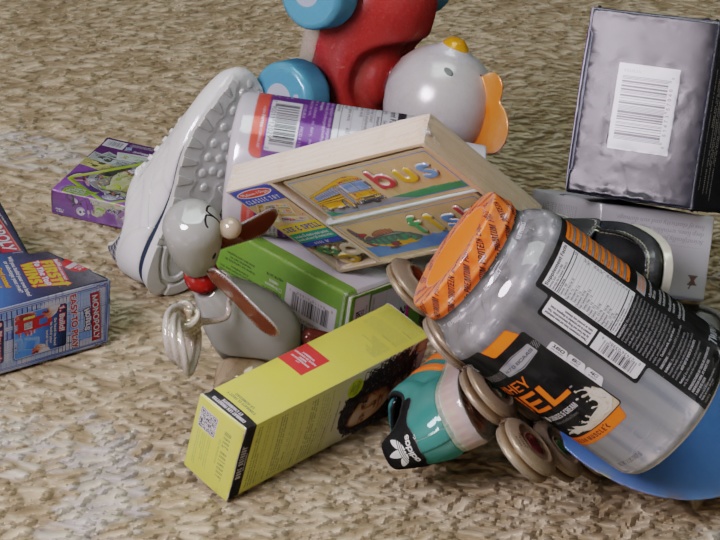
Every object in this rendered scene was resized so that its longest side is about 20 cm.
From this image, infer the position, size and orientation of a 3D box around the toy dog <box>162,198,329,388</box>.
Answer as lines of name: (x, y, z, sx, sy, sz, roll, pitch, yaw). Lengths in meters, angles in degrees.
toy dog: (-0.076, 0.023, 1.493, 0.096, 0.133, 0.200, -7, -16, 10)

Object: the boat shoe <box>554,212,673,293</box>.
boat shoe: (0.161, -0.005, 1.518, 0.067, 0.072, 0.200, 3, 7, -29)

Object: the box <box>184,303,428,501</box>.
box: (-0.037, 0.094, 1.490, 0.050, 0.075, 0.200, 38, 42, 28)

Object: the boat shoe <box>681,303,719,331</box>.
boat shoe: (0.190, 0.061, 1.607, 0.199, 0.068, 0.072, 9, 64, -1)

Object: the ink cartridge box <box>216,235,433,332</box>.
ink cartridge box: (0.000, 0.000, 1.671, 0.148, 0.076, 0.200, 28, 31, 35)

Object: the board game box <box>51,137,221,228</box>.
board game box: (-0.160, -0.066, 1.805, 0.199, 0.032, 0.120, 13, 26, 14)

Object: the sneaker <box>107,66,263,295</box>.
sneaker: (-0.149, -0.082, 1.674, 0.076, 0.201, 0.080, 20, 10, -46)

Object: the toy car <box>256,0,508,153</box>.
toy car: (0.051, -0.169, 1.686, 0.200, 0.178, 0.184, 28, 25, 26)

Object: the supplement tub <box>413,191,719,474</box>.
supplement tub: (0.143, 0.041, 1.403, 0.200, 0.123, 0.123, 35, 29, -8)

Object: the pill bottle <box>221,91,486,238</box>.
pill bottle: (-0.004, -0.074, 1.604, 0.199, 0.112, 0.112, 9, 29, 1)

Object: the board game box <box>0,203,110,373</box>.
board game box: (-0.307, 0.020, 1.592, 0.199, 0.062, 0.200, -6, 31, -23)

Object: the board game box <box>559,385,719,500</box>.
board game box: (0.207, 0.106, 1.518, 0.157, 0.039, 0.200, 5, 42, -17)

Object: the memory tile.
memory tile: (0.103, 0.072, 1.483, 0.200, 0.017, 0.153, 56, 21, 23)

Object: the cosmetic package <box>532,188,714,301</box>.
cosmetic package: (0.209, -0.023, 1.667, 0.101, 0.074, 0.200, 7, 2, -13)

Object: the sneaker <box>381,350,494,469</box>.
sneaker: (0.059, 0.094, 1.513, 0.080, 0.072, 0.200, -26, 7, 15)

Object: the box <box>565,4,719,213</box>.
box: (0.245, -0.124, 1.624, 0.104, 0.149, 0.200, 9, 3, 19)

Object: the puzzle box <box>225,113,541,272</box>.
puzzle box: (0.015, -0.053, 1.475, 0.199, 0.133, 0.026, -12, 53, 43)
